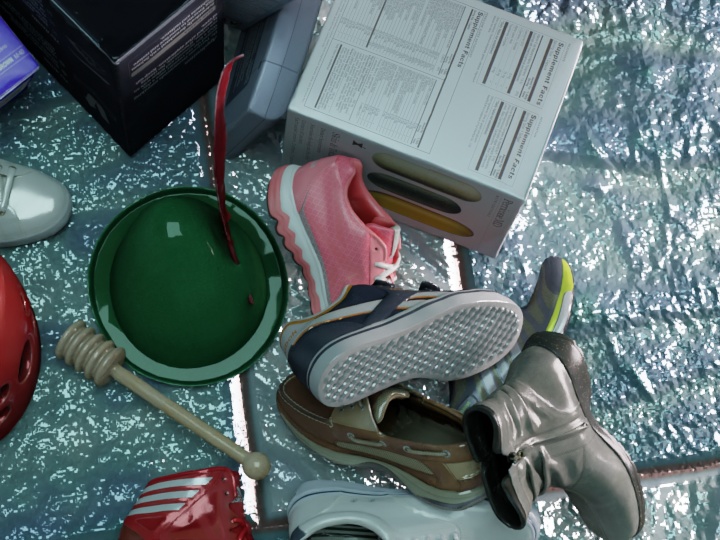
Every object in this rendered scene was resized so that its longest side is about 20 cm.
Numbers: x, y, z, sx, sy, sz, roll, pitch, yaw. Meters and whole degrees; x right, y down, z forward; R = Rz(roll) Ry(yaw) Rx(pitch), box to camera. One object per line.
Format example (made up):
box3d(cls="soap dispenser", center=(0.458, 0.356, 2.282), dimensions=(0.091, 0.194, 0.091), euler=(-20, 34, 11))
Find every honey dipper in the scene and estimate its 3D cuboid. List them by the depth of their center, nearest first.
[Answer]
box3d(cls="honey dipper", center=(-0.156, 0.108, 1.356), dimensions=(0.200, 0.038, 0.038), euler=(33, 72, 14))

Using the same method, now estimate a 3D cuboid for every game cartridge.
box3d(cls="game cartridge", center=(-0.071, -0.202, 1.425), dimensions=(0.042, 0.133, 0.200), euler=(21, 71, -21))

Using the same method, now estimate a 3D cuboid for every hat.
box3d(cls="hat", center=(-0.140, -0.025, 1.338), dimensions=(0.166, 0.176, 0.200), euler=(-18, 75, -10))

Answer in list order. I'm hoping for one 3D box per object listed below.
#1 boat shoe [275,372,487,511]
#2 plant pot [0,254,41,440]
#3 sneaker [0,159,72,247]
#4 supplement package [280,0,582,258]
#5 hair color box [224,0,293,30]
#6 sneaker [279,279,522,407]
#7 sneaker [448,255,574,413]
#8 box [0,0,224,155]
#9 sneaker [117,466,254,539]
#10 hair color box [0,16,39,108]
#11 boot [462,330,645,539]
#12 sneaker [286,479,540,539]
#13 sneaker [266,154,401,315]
box3d(cls="boat shoe", center=(0.019, 0.116, 1.332), dimensions=(0.200, 0.072, 0.076), euler=(19, 45, 28))
box3d(cls="plant pot", center=(-0.351, 0.046, 1.298), dimensions=(0.200, 0.183, 0.201), euler=(2, 74, -6))
box3d(cls="sneaker", center=(-0.337, -0.070, 1.386), dimensions=(0.200, 0.085, 0.073), euler=(8, 70, -4))
box3d(cls="supplement package", center=(0.055, -0.131, 1.403), dimensions=(0.200, 0.152, 0.151), euler=(21, 72, 2))
box3d(cls="hair color box", center=(-0.082, -0.262, 1.364), dimensions=(0.061, 0.200, 0.099), euler=(19, 84, -17))
box3d(cls="sneaker", center=(0.031, 0.044, 1.315), dimensions=(0.200, 0.078, 0.079), euler=(-10, 34, -34))
box3d(cls="sneaker", center=(0.114, 0.069, 1.388), dimensions=(0.081, 0.074, 0.200), euler=(26, 70, 7))
box3d(cls="box", center=(-0.216, -0.228, 1.385), dimensions=(0.117, 0.200, 0.197), euler=(-42, 80, -15))
box3d(cls="sneaker", center=(-0.089, 0.217, 1.319), dimensions=(0.200, 0.078, 0.116), euler=(21, 73, 1))
box3d(cls="hair color box", center=(-0.352, -0.220, 1.391), dimensions=(0.065, 0.109, 0.200), euler=(-41, 99, -15))
box3d(cls="boot", center=(0.142, 0.157, 1.306), dimensions=(0.131, 0.068, 0.200), euler=(-46, 119, -41))
box3d(cls="sneaker", center=(0.041, 0.210, 1.326), dimensions=(0.200, 0.073, 0.071), euler=(0, 34, 4))
box3d(cls="sneaker", center=(0.000, 0.000, 1.359), dimensions=(0.087, 0.074, 0.200), euler=(-20, 101, 27))
